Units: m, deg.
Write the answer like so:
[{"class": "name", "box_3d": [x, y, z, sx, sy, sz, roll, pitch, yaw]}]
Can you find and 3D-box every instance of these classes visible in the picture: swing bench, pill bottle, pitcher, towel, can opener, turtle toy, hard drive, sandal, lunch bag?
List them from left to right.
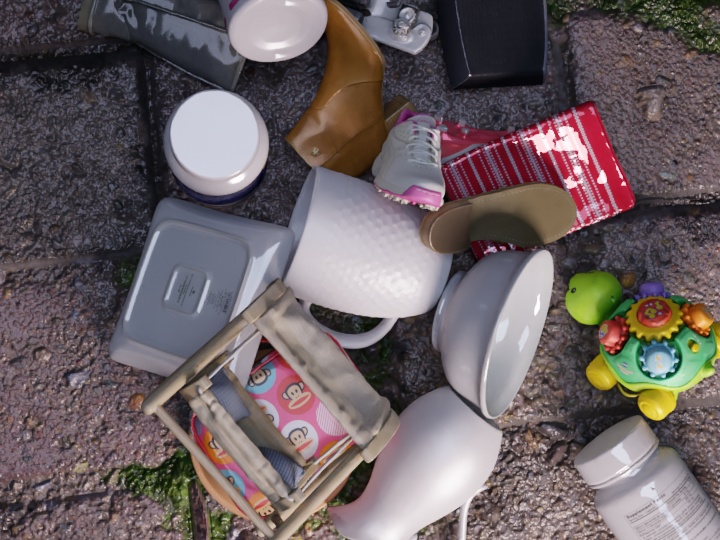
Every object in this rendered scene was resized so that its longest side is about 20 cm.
[{"class": "pill bottle", "box_3d": [-0.158, -0.135, 1.482, 0.115, 0.200, 0.117, 0, 87, -4]}, {"class": "pill bottle", "box_3d": [-0.112, -0.343, 1.506, 0.113, 0.114, 0.201, -14, 58, -5]}, {"class": "swing bench", "box_3d": [-0.088, 0.144, 1.387, 0.200, 0.130, 0.199, -42, 94, -9]}, {"class": "lunch bag", "box_3d": [-0.088, 0.160, 1.500, 0.199, 0.082, 0.177, -32, 89, -5]}, {"class": "can opener", "box_3d": [-0.007, -0.301, 1.577, 0.199, 0.066, 0.053, 21, 81, 5]}, {"class": "pitcher", "box_3d": [0.086, 0.247, 1.533, 0.171, 0.121, 0.200, 37, 96, -21]}, {"class": "sandal", "box_3d": [0.144, -0.068, 1.513, 0.211, 0.070, 0.078, -10, 117, -32]}, {"class": "hard drive", "box_3d": [0.158, -0.318, 1.586, 0.134, 0.042, 0.201, -5, 87, -17]}, {"class": "towel", "box_3d": [0.203, -0.096, 1.551, 0.199, 0.023, 0.145, -23, 112, 8]}, {"class": "turtle toy", "box_3d": [0.321, 0.068, 1.541, 0.200, 0.101, 0.146, 30, 62, 37]}, {"class": "pill bottle", "box_3d": [0.340, 0.274, 1.535, 0.113, 0.113, 0.200, -35, 90, -5]}]

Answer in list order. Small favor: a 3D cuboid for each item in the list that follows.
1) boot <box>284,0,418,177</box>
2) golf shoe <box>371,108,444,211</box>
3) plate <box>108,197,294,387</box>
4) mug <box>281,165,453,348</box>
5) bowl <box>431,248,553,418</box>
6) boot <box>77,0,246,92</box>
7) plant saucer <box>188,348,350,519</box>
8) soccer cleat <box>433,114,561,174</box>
[{"class": "boot", "box_3d": [-0.033, -0.198, 1.536, 0.144, 0.071, 0.202, -39, 115, -5]}, {"class": "golf shoe", "box_3d": [0.056, -0.124, 1.467, 0.075, 0.200, 0.092, 14, 104, -13]}, {"class": "plate", "box_3d": [-0.187, 0.025, 1.501, 0.199, 0.032, 0.201, 15, 83, 31]}, {"class": "mug", "box_3d": [0.000, 0.000, 1.528, 0.174, 0.148, 0.201, 17, 116, -10]}, {"class": "bowl", "box_3d": [0.140, 0.059, 1.516, 0.090, 0.201, 0.202, 17, 85, 21]}, {"class": "boot", "box_3d": [-0.209, -0.320, 1.553, 0.199, 0.073, 0.183, 18, 99, 3]}, {"class": "plant saucer", "box_3d": [-0.099, 0.191, 1.554, 0.199, 0.032, 0.202, 0, 87, -5]}, {"class": "soccer cleat", "box_3d": [0.162, -0.128, 1.583, 0.199, 0.067, 0.077, 11, 122, -11]}]
